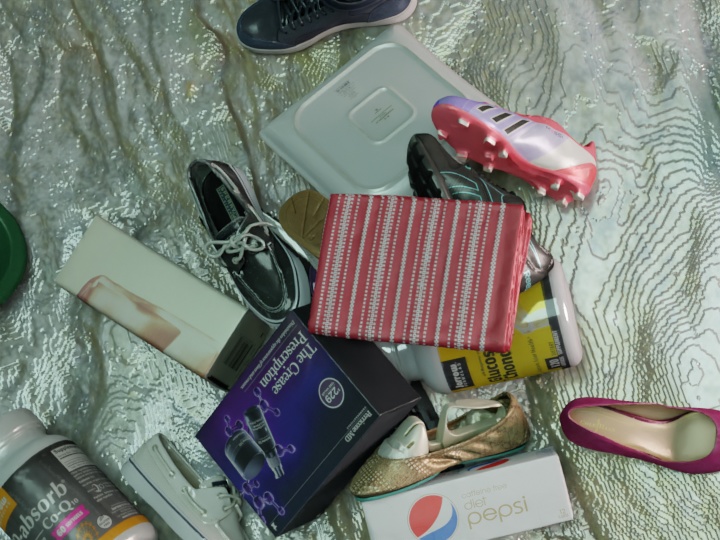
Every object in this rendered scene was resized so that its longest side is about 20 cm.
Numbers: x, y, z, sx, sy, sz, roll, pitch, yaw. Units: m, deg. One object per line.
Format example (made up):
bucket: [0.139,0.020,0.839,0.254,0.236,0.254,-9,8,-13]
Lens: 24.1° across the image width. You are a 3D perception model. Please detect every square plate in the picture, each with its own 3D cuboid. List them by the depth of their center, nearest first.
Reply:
square plate: [0.023,-0.154,1.757,0.200,0.028,0.198,-40,58,-11]

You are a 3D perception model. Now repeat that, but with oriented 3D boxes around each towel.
towel: [0.056,0.001,1.595,0.200,0.022,0.145,5,75,17]

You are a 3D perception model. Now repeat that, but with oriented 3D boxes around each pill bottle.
pill bottle: [0.114,0.061,1.689,0.200,0.112,0.112,-13,76,9]
pill bottle: [-0.313,0.243,1.741,0.200,0.116,0.116,42,89,17]

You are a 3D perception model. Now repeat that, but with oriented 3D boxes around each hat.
hat: [-0.486,0.017,1.878,0.200,0.176,0.166,-13,69,-30]

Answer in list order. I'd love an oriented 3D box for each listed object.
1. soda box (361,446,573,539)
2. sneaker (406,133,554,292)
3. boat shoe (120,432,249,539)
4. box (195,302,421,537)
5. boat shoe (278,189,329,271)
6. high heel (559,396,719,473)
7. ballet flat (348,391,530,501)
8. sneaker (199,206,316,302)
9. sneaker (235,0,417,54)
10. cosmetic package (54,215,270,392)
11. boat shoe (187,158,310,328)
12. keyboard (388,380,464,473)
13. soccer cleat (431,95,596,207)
soda box: [0.104,0.232,1.665,0.200,0.064,0.068,-14,91,4]
sneaker: [0.113,-0.057,1.658,0.079,0.075,0.200,-24,68,-18]
boat shoe: [-0.158,0.243,1.735,0.200,0.071,0.070,41,91,23]
box: [-0.055,0.146,1.680,0.141,0.079,0.200,47,123,15]
boat shoe: [0.000,0.000,1.681,0.071,0.069,0.200,-39,63,-7]
high heel: [0.294,0.159,1.638,0.200,0.096,0.068,0,78,12]
ballet flat: [0.074,0.167,1.665,0.200,0.070,0.065,-18,110,-24]
sneaker: [-0.098,-0.002,1.757,0.200,0.076,0.088,30,69,17]
sneaker: [-0.052,-0.295,1.786,0.202,0.146,0.077,-14,77,10]
cosmetic package: [-0.207,0.036,1.770,0.200,0.103,0.087,31,85,18]
boat shoe: [-0.117,-0.030,1.701,0.074,0.068,0.200,-31,68,18]
keyboard: [0.030,0.167,1.723,0.104,0.040,0.200,-29,73,4]
soccer cleat: [0.156,-0.134,1.707,0.200,0.067,0.077,27,63,-23]
